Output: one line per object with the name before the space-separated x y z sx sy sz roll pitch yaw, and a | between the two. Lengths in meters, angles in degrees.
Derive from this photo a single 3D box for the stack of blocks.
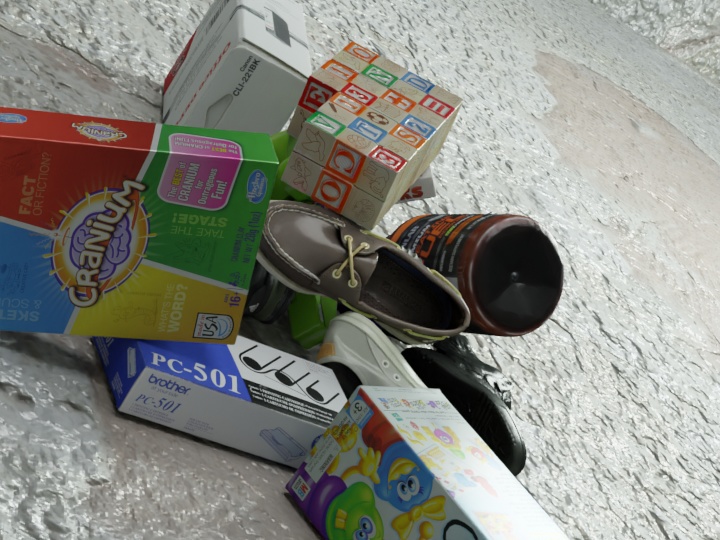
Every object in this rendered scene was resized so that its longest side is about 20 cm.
stack of blocks | 0.001 -0.117 1.537 0.115 0.059 0.200 28 28 6

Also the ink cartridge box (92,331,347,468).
ink cartridge box | -0.095 0.087 1.343 0.199 0.044 0.094 22 23 -33

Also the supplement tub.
supplement tub | 0.086 0.002 1.634 0.106 0.108 0.200 24 -11 -28

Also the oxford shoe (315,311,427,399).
oxford shoe | 0.035 0.122 1.456 0.200 0.075 0.058 47 59 -4

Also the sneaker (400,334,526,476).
sneaker | 0.102 0.113 1.567 0.104 0.060 0.200 13 21 -43

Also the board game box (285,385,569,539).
board game box | 0.058 0.187 1.286 0.105 0.103 0.200 8 34 -52

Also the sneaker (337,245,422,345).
sneaker | -0.010 0.013 1.615 0.200 0.069 0.100 30 -27 45

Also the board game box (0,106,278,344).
board game box | -0.168 -0.027 1.239 0.198 0.154 0.040 4 32 -18

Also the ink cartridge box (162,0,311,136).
ink cartridge box | -0.119 -0.178 1.730 0.083 0.145 0.200 29 22 -18

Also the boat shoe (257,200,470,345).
boat shoe | 0.000 0.000 1.463 0.199 0.072 0.059 31 -16 -23

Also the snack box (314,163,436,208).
snack box | -0.034 -0.074 1.628 0.198 0.024 0.072 -10 33 2

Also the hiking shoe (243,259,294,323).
hiking shoe | -0.126 -0.047 1.504 0.100 0.076 0.201 12 37 -46

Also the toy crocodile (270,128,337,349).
toy crocodile | -0.050 -0.031 1.551 0.061 0.067 0.201 10 57 -44
